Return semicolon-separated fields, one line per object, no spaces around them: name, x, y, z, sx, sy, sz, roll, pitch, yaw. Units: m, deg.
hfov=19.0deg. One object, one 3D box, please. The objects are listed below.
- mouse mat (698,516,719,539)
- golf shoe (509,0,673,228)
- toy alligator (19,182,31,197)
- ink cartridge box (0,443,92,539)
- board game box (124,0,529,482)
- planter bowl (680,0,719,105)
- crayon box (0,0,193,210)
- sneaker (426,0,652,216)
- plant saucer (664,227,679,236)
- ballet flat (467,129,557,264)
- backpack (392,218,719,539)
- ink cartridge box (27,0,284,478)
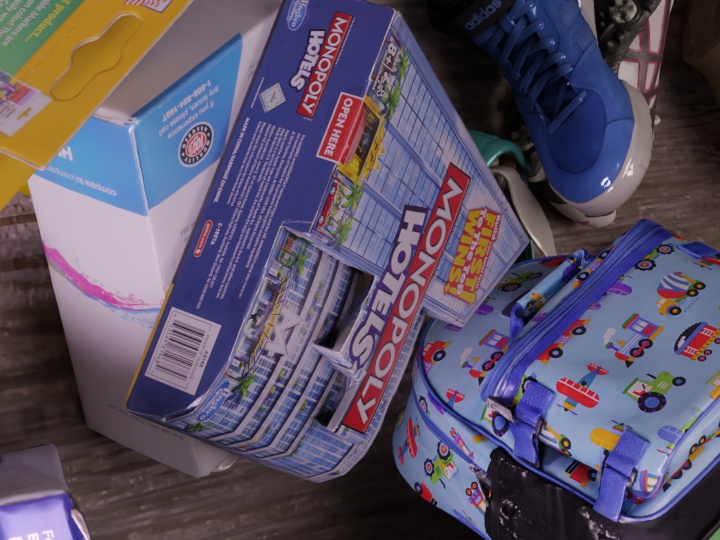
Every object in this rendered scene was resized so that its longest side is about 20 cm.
mouse mat;0.224;0.134;1.068;0.200;0.008;0.161;-44;136;-20
golf shoe;0.149;-0.124;1.299;0.088;0.077;0.201;48;60;-48
toy alligator;-0.171;-0.080;0.979;0.199;0.054;0.060;22;69;-41
ink cartridge box;-0.121;0.183;0.907;0.040;0.200;0.201;-13;94;-11
board game box;0.000;0.000;0.992;0.200;0.061;0.201;29;80;-59
planter bowl;0.288;-0.161;1.365;0.134;0.200;0.202;21;68;-12
crayon box;-0.175;-0.100;0.887;0.126;0.199;0.052;-53;156;-34
sneaker;0.090;-0.123;1.190;0.111;0.077;0.201;25;40;-35
plant saucer;0.224;0.065;1.303;0.200;0.029;0.200;50;18;-22
ballet flat;0.082;0.019;1.204;0.067;0.070;0.202;-17;97;-45
backpack;0.115;0.060;1.071;0.182;0.199;0.135;-36;137;-28
ink cartridge box;-0.073;-0.028;1.002;0.144;0.084;0.201;-43;137;-39
